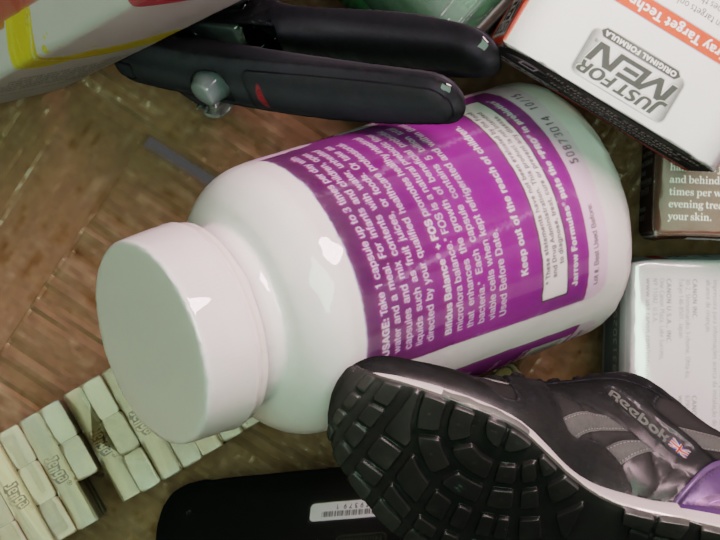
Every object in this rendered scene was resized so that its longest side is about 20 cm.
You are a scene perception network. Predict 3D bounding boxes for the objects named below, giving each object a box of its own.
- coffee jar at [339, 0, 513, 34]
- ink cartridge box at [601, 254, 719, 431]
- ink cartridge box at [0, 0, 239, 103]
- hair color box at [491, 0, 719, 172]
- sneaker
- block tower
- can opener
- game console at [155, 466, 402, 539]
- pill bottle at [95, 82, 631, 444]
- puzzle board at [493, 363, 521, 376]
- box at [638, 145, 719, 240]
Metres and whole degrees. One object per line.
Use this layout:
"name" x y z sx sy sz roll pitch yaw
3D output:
"coffee jar" -0.009 -0.178 1.225 0.200 0.085 0.104 42 89 1
"ink cartridge box" 0.202 0.075 1.252 0.200 0.050 0.162 1 89 -14
"ink cartridge box" -0.116 -0.159 1.167 0.083 0.200 0.145 -18 87 -44
"hair color box" 0.143 -0.149 1.162 0.101 0.061 0.200 31 89 -6
"sneaker" 0.079 0.074 1.144 0.200 0.088 0.076 25 127 -13
"block tower" -0.113 0.075 1.239 0.200 0.054 0.058 -29 90 -1
"can opener" -0.029 -0.088 1.192 0.200 0.079 0.063 20 66 41
"game console" 0.018 0.180 1.223 0.200 0.116 0.176 -7 59 22
"pill bottle" 0.000 0.000 1.172 0.200 0.112 0.112 -18 89 -31
"puzzle board" 0.072 0.162 1.218 0.151 0.017 0.200 -44 75 20
"box" 0.170 -0.110 1.231 0.100 0.075 0.200 3 91 0
